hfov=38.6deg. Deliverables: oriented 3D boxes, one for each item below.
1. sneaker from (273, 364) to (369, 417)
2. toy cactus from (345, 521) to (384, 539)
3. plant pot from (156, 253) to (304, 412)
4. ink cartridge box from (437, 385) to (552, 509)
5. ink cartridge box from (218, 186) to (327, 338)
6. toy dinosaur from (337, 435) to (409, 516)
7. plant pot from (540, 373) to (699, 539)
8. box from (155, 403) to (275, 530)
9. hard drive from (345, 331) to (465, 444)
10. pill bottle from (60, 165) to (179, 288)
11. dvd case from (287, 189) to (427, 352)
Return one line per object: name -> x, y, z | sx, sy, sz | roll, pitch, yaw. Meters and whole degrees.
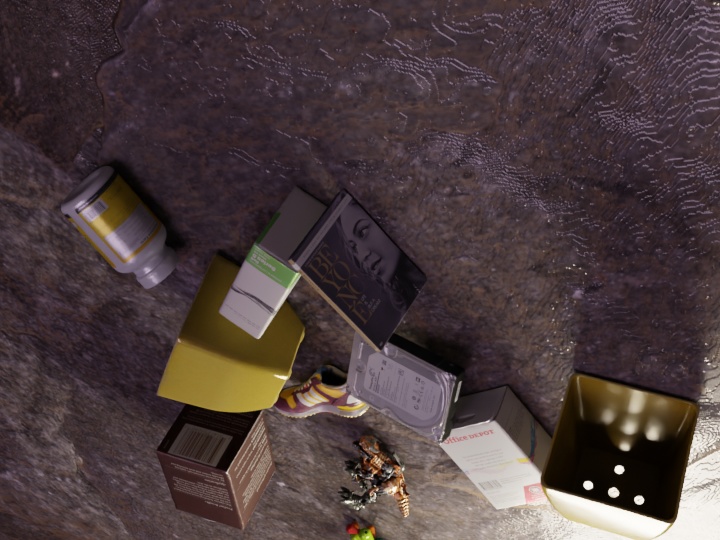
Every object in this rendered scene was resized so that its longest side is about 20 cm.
sneaker -> -0.078, 0.211, 1.865 | 0.198, 0.075, 0.091 | -5, 121, 25
toy cactus -> 0.039, 0.613, 2.183 | 0.163, 0.103, 0.202 | 6, 126, 12
plant pot -> -0.212, 0.132, 1.775 | 0.198, 0.195, 0.196 | 24, 139, -7
ink cartridge box -> 0.241, 0.304, 1.752 | 0.147, 0.086, 0.200 | -21, 116, 42
ink cartridge box -> -0.132, -0.010, 1.612 | 0.084, 0.146, 0.200 | 33, 139, -2
toy dinosaur -> 0.034, 0.404, 1.973 | 0.135, 0.102, 0.202 | -22, 97, 24
plant pot -> 0.397, 0.310, 1.600 | 0.198, 0.201, 0.177 | 13, 147, 18
box -> -0.286, 0.381, 2.074 | 0.164, 0.165, 0.201 | 12, 136, 18
hard drive -> 0.070, 0.184, 1.710 | 0.199, 0.038, 0.141 | 27, 123, 27
pill bottle -> -0.399, -0.069, 1.735 | 0.111, 0.112, 0.200 | -18, 120, 41
dvd case -> 0.000, 0.000, 1.545 | 0.200, 0.149, 0.016 | 46, 150, -17
